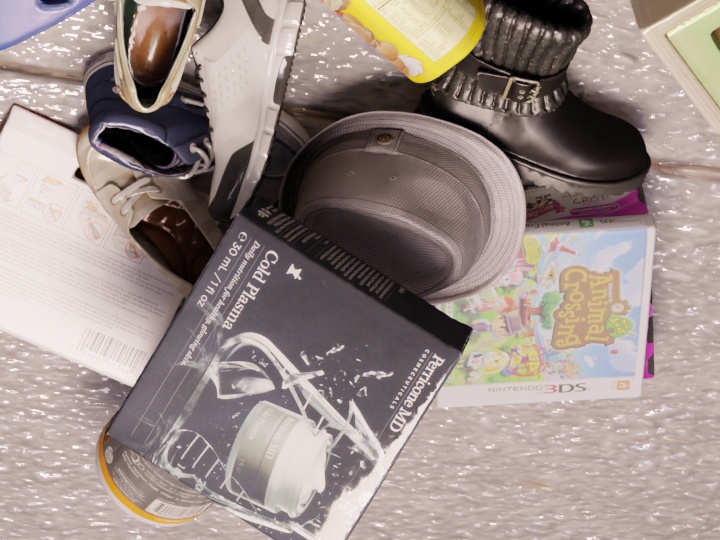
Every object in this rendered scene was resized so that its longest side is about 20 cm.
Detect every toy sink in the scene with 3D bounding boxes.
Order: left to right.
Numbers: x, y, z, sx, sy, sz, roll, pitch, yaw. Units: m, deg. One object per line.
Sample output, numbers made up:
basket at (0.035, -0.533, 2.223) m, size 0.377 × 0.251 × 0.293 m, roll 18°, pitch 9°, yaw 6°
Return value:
toy sink at (0.318, -0.217, 1.641) m, size 0.200 × 0.112 × 0.130 m, roll -29°, pitch 130°, yaw 19°

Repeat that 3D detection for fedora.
fedora at (0.025, -0.031, 1.710) m, size 0.200 × 0.090 × 0.177 m, roll 13°, pitch 123°, yaw 7°

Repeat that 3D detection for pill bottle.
pill bottle at (-0.133, 0.126, 1.811) m, size 0.116 × 0.117 × 0.200 m, roll 19°, pitch 141°, yaw -23°

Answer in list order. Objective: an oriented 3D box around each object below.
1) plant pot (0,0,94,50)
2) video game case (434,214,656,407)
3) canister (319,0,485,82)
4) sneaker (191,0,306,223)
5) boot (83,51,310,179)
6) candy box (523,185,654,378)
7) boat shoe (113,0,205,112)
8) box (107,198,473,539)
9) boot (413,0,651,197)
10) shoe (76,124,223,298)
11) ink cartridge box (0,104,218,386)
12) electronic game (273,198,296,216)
plant pot at (-0.202, -0.292, 1.441) m, size 0.180 × 0.200 × 0.200 m, roll -19°, pitch 119°, yaw 2°
video game case at (0.153, 0.037, 1.833) m, size 0.182 × 0.022 × 0.200 m, roll -3°, pitch 132°, yaw -1°
canister at (-0.005, -0.241, 1.558) m, size 0.087 × 0.149 × 0.200 m, roll -35°, pitch 129°, yaw 23°
sneaker at (-0.095, -0.136, 1.658) m, size 0.080 × 0.074 × 0.200 m, roll 12°, pitch 92°, yaw -4°
boot at (-0.128, -0.098, 1.711) m, size 0.200 × 0.090 × 0.073 m, roll 19°, pitch 128°, yaw -22°
candy box at (0.182, 0.015, 1.873) m, size 0.136 × 0.061 × 0.200 m, roll -8°, pitch 132°, yaw 2°
boat shoe at (-0.143, -0.212, 1.596) m, size 0.075 × 0.068 × 0.200 m, roll 3°, pitch 116°, yaw -9°
box at (-0.051, 0.083, 1.637) m, size 0.196 × 0.124 × 0.200 m, roll 31°, pitch 99°, yaw 1°
boot at (0.157, -0.148, 1.708) m, size 0.211 × 0.080 × 0.158 m, roll 12°, pitch 130°, yaw -17°
shoe at (-0.154, -0.040, 1.746) m, size 0.070 × 0.053 × 0.200 m, roll -40°, pitch 110°, yaw 0°
ink cartridge box at (-0.236, -0.022, 1.784) m, size 0.200 × 0.045 × 0.176 m, roll 25°, pitch 98°, yaw -18°
electronic game at (0.000, 0.000, 1.834) m, size 0.200 × 0.042 × 0.200 m, roll -5°, pitch 118°, yaw -10°
